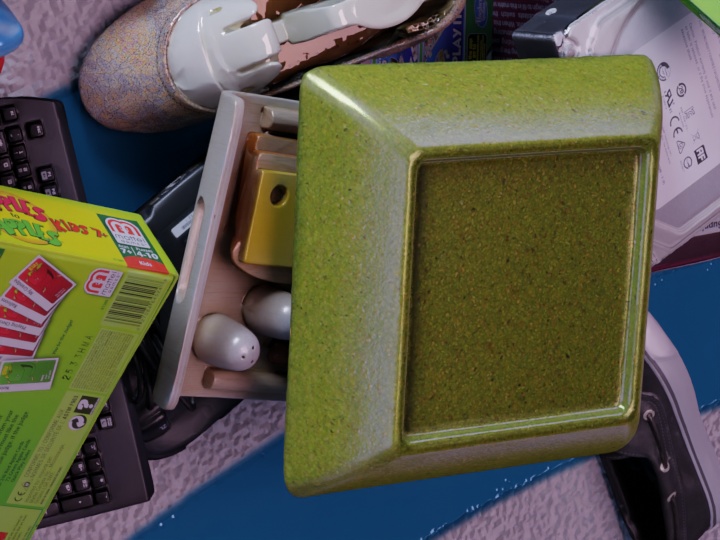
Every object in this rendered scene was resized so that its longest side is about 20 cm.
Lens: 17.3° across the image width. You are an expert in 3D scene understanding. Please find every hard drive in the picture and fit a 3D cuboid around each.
[{"bbox_3d":[0.175,-0.104,1.202,0.200,0.038,0.140,-35,117,-30],"label":"hard drive"}]

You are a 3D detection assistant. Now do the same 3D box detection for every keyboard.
[{"bbox_3d":[-0.137,0.018,1.079,0.104,0.040,0.201,-15,103,-11],"label":"keyboard"}]

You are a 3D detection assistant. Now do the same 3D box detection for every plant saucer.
[{"bbox_3d":[0.065,0.005,1.095,0.199,0.048,0.201,-5,106,-31],"label":"plant saucer"}]

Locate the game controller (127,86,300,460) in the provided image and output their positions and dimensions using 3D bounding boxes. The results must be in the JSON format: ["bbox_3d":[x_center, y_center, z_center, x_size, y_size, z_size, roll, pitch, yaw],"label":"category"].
[{"bbox_3d":[-0.061,-0.002,1.151,0.200,0.042,0.104,-41,98,-15],"label":"game controller"}]

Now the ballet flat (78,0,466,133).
[{"bbox_3d":[-0.037,-0.116,1.124,0.199,0.067,0.068,-23,102,-18],"label":"ballet flat"}]

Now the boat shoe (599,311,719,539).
[{"bbox_3d":[0.154,0.086,1.339,0.057,0.068,0.200,-45,124,-24],"label":"boat shoe"}]

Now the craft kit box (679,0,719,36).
[{"bbox_3d":[0.183,-0.232,1.120,0.198,0.200,0.048,-49,168,8],"label":"craft kit box"}]

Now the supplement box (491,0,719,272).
[{"bbox_3d":[0.132,-0.106,1.261,0.085,0.110,0.201,-10,104,-37],"label":"supplement box"}]

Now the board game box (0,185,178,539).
[{"bbox_3d":[-0.171,0.060,1.026,0.101,0.048,0.200,12,119,-39],"label":"board game box"}]

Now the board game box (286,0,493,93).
[{"bbox_3d":[0.007,-0.047,1.224,0.134,0.029,0.201,-6,101,-39],"label":"board game box"}]

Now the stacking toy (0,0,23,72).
[{"bbox_3d":[-0.198,-0.026,1.026,0.116,0.110,0.201,-17,119,-20],"label":"stacking toy"}]

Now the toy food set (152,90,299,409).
[{"bbox_3d":[0.000,0.000,1.108,0.199,0.060,0.144,6,100,-42],"label":"toy food set"}]
